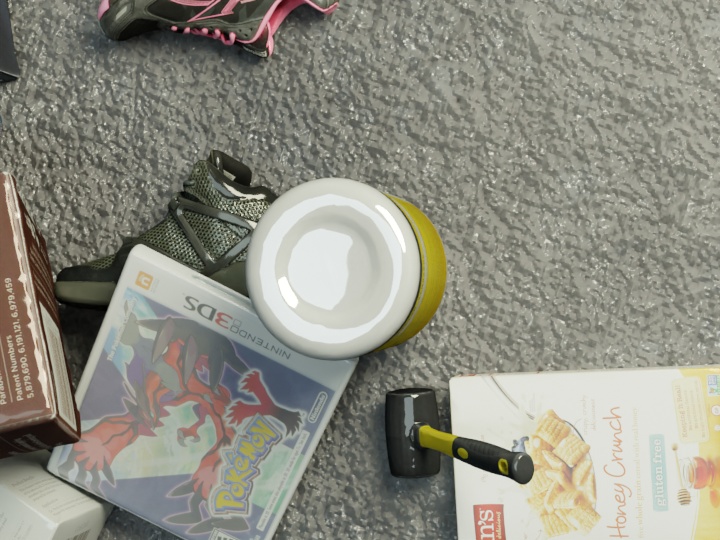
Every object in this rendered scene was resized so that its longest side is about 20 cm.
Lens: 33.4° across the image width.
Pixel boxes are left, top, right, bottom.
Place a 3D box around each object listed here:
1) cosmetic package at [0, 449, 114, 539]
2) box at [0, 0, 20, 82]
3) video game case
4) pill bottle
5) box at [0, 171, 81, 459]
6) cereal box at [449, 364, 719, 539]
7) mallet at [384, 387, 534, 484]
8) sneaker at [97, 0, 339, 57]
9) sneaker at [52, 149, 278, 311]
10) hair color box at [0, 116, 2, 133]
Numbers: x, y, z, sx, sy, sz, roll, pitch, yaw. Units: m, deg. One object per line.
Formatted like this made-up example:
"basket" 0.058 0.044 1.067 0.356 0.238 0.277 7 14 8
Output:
"cosmetic package" -0.304 0.164 0.928 0.199 0.113 0.082 31 95 12
"box" -0.395 -0.238 0.948 0.197 0.123 0.201 -10 89 12
"video game case" -0.121 0.106 0.890 0.181 0.023 0.202 26 112 0
"pill bottle" 0.000 0.000 0.818 0.110 0.200 0.114 0 89 12
"box" -0.305 0.051 0.803 0.197 0.166 0.166 -12 79 -11
"cereal box" 0.165 0.144 0.862 0.197 0.040 0.146 -4 88 12
"mallet" 0.065 0.130 0.817 0.041 0.200 0.067 -4 98 -20
"sneaker" -0.105 -0.203 0.915 0.198 0.079 0.096 -18 97 13
"sneaker" -0.141 -0.024 0.916 0.197 0.076 0.116 -8 80 14
"hair color box" -0.316 -0.090 0.878 0.099 0.200 0.061 7 91 -16
